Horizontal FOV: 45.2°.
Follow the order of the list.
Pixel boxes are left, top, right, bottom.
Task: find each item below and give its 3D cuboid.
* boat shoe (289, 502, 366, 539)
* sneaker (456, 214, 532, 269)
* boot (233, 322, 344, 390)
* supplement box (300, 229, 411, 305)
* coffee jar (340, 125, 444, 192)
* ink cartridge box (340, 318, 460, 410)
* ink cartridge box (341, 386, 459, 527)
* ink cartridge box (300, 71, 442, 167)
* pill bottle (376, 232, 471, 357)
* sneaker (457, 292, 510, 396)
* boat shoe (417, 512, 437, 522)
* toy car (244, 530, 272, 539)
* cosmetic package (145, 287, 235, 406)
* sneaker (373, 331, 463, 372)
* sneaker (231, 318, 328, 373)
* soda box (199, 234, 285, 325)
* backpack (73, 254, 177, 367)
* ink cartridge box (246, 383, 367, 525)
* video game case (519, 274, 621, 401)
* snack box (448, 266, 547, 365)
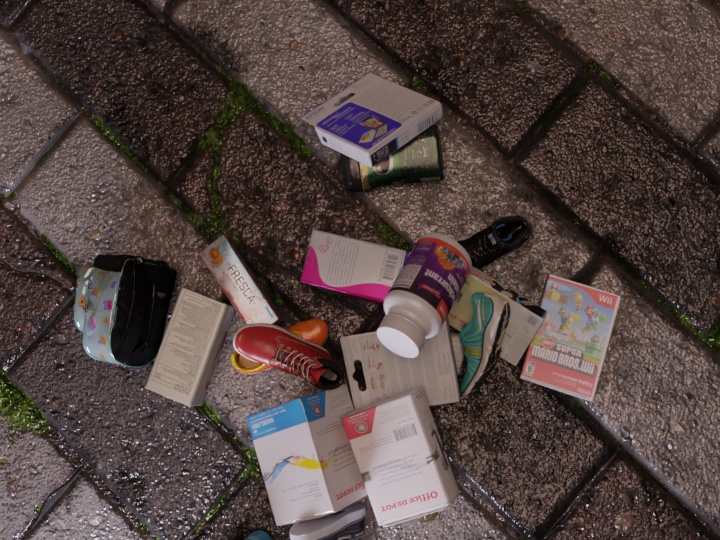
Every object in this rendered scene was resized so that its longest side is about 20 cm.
[{"bbox_3d":[-0.055,0.471,1.543,0.070,0.199,0.070,-3,88,31],"label":"boat shoe"},{"bbox_3d":[0.226,-0.048,1.606,0.197,0.112,0.074,-29,80,2],"label":"sneaker"},{"bbox_3d":[-0.127,0.156,1.548,0.196,0.144,0.074,19,95,-19],"label":"boot"},{"bbox_3d":[0.000,0.000,1.620,0.195,0.103,0.104,14,85,14],"label":"supplement box"},{"bbox_3d":[0.059,-0.212,1.656,0.195,0.085,0.107,-7,94,5],"label":"coffee jar"},{"bbox_3d":[0.075,0.170,1.578,0.195,0.057,0.166,-8,107,11],"label":"ink cartridge box"},{"bbox_3d":[0.072,0.328,1.524,0.143,0.085,0.204,-21,86,20],"label":"ink cartridge box"},{"bbox_3d":[0.020,-0.289,1.636,0.197,0.044,0.199,-37,49,-25],"label":"ink cartridge box"},{"bbox_3d":[0.107,0.045,1.494,0.110,0.112,0.202,27,62,8],"label":"pill bottle"},{"bbox_3d":[0.216,0.133,1.579,0.078,0.077,0.204,23,113,26],"label":"sneaker"},{"bbox_3d":[0.103,0.358,1.595,0.072,0.065,0.205,-16,90,21],"label":"boat shoe"},{"bbox_3d":[-0.245,0.610,1.579,0.199,0.183,0.179,-41,80,30],"label":"toy car"},{"bbox_3d":[-0.323,0.147,1.657,0.101,0.087,0.204,21,85,7],"label":"cosmetic package"},{"bbox_3d":[0.096,0.160,1.622,0.195,0.075,0.091,3,95,6],"label":"sneaker"},{"bbox_3d":[-0.151,0.150,1.644,0.196,0.077,0.074,-26,80,1],"label":"sneaker"},{"bbox_3d":[-0.228,0.033,1.669,0.063,0.068,0.202,-34,82,1],"label":"soda box"},{"bbox_3d":[-0.451,0.079,1.639,0.150,0.175,0.206,0,84,23],"label":"backpack"},{"bbox_3d":[-0.087,0.332,1.558,0.143,0.146,0.205,-23,80,32],"label":"ink cartridge box"},{"bbox_3d":[0.392,0.125,1.615,0.140,0.017,0.205,16,85,8],"label":"video game case"},{"bbox_3d":[0.232,0.075,1.601,0.198,0.037,0.118,32,122,9],"label":"snack box"}]
